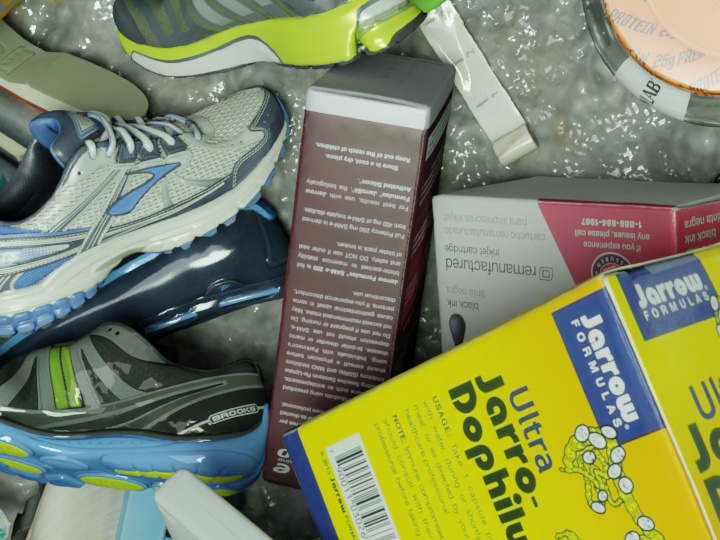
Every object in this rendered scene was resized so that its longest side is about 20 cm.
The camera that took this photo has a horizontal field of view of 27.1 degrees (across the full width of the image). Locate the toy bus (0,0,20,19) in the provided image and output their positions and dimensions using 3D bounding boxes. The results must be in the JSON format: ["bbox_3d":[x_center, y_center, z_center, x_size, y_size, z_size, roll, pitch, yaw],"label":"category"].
[{"bbox_3d":[-0.195,-0.185,0.786,0.065,0.078,0.200,34,64,10],"label":"toy bus"}]

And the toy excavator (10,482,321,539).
[{"bbox_3d":[-0.084,0.155,0.803,0.199,0.100,0.195,16,135,-13],"label":"toy excavator"}]

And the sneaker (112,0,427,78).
[{"bbox_3d":[-0.055,-0.148,0.752,0.200,0.074,0.081,2,117,41],"label":"sneaker"}]

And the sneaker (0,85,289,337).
[{"bbox_3d":[-0.125,-0.049,0.764,0.200,0.077,0.085,-35,122,-20],"label":"sneaker"}]

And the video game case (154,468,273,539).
[{"bbox_3d":[-0.002,0.192,0.657,0.200,0.182,0.024,35,65,29],"label":"video game case"}]

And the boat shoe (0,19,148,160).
[{"bbox_3d":[-0.211,-0.105,0.834,0.200,0.071,0.063,27,127,8],"label":"boat shoe"}]

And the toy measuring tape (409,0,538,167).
[{"bbox_3d":[0.028,-0.143,0.762,0.073,0.074,0.200,-30,87,16],"label":"toy measuring tape"}]

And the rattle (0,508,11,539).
[{"bbox_3d":[-0.298,0.134,0.865,0.200,0.130,0.143,-46,41,32],"label":"rattle"}]

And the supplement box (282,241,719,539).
[{"bbox_3d":[0.080,0.076,0.614,0.200,0.109,0.110,-31,78,45],"label":"supplement box"}]

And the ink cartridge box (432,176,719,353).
[{"bbox_3d":[0.118,0.060,0.714,0.145,0.084,0.201,6,104,46],"label":"ink cartridge box"}]

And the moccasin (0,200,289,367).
[{"bbox_3d":[-0.125,0.035,0.818,0.200,0.080,0.068,-30,91,17],"label":"moccasin"}]

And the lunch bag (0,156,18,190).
[{"bbox_3d":[-0.300,0.002,0.845,0.170,0.127,0.200,34,115,8],"label":"lunch bag"}]

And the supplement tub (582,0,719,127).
[{"bbox_3d":[0.164,-0.124,0.658,0.122,0.200,0.123,2,96,16],"label":"supplement tub"}]

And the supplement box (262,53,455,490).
[{"bbox_3d":[0.000,0.000,0.742,0.061,0.109,0.201,9,109,7],"label":"supplement box"}]

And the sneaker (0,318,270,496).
[{"bbox_3d":[-0.141,0.065,0.764,0.199,0.071,0.083,7,62,8],"label":"sneaker"}]

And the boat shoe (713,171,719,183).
[{"bbox_3d":[0.186,0.041,0.741,0.075,0.060,0.201,2,96,15],"label":"boat shoe"}]
